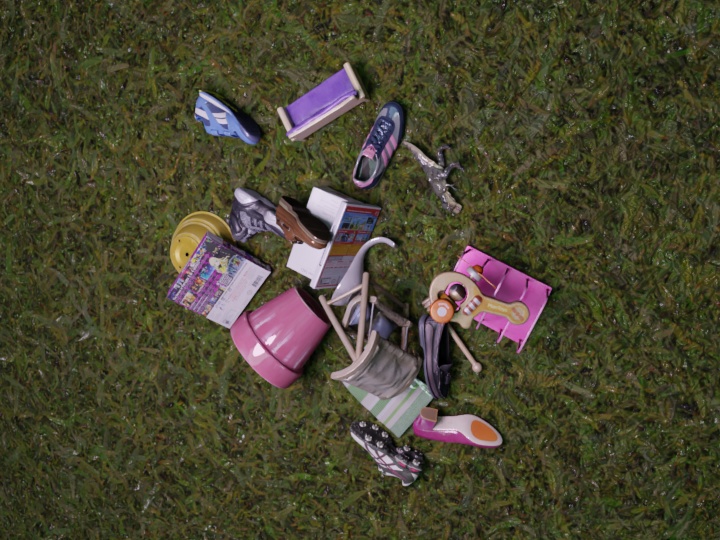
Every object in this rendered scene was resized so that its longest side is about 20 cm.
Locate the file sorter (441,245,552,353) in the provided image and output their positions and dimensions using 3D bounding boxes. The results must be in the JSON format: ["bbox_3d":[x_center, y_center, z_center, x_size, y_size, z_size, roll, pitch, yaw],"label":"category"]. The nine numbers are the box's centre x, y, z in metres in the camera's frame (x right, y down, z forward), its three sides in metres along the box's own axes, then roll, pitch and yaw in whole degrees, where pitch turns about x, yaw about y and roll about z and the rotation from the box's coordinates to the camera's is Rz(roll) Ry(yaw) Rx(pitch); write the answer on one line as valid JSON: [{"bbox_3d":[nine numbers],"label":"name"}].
[{"bbox_3d":[0.275,0.060,1.177,0.198,0.125,0.140,28,106,13],"label":"file sorter"}]

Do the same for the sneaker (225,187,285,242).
[{"bbox_3d":[-0.240,-0.105,1.362,0.199,0.075,0.115,37,109,17],"label":"sneaker"}]

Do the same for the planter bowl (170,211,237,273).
[{"bbox_3d":[-0.417,-0.045,1.427,0.198,0.083,0.204,3,100,20],"label":"planter bowl"}]

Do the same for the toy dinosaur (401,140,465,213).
[{"bbox_3d":[0.171,-0.220,1.214,0.088,0.047,0.201,-36,82,27],"label":"toy dinosaur"}]

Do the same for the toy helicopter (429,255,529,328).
[{"bbox_3d":[0.232,0.052,1.098,0.197,0.079,0.134,15,93,6],"label":"toy helicopter"}]

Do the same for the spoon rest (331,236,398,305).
[{"bbox_3d":[0.000,0.000,1.291,0.061,0.099,0.200,43,95,17],"label":"spoon rest"}]

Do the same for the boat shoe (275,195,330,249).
[{"bbox_3d":[-0.127,-0.088,1.226,0.200,0.071,0.069,49,119,48],"label":"boat shoe"}]

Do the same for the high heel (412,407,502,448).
[{"bbox_3d":[0.218,0.376,1.294,0.197,0.068,0.097,13,137,3],"label":"high heel"}]

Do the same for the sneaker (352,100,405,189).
[{"bbox_3d":[0.040,-0.271,1.230,0.069,0.082,0.202,23,105,15],"label":"sneaker"}]

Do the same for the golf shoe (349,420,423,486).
[{"bbox_3d":[0.051,0.437,1.345,0.198,0.077,0.089,30,114,13],"label":"golf shoe"}]

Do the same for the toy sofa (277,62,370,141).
[{"bbox_3d":[-0.086,-0.370,1.251,0.198,0.097,0.084,-26,90,22],"label":"toy sofa"}]

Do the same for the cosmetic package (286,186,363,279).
[{"bbox_3d":[-0.080,-0.081,1.303,0.112,0.081,0.202,24,105,16],"label":"cosmetic package"}]

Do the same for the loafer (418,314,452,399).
[{"bbox_3d":[0.175,0.194,1.249,0.062,0.072,0.203,-3,108,32],"label":"loafer"}]

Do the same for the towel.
[{"bbox_3d":[0.061,0.278,1.343,0.199,0.023,0.153,40,110,8],"label":"towel"}]

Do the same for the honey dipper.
[{"bbox_3d":[0.210,0.142,1.262,0.038,0.038,0.201,-37,88,21],"label":"honey dipper"}]

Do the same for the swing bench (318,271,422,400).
[{"bbox_3d":[0.029,0.147,1.200,0.129,0.198,0.202,-27,55,22],"label":"swing bench"}]

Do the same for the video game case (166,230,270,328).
[{"bbox_3d":[-0.348,0.028,1.392,0.180,0.036,0.201,30,111,-24],"label":"video game case"}]

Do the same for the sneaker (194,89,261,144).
[{"bbox_3d":[-0.319,-0.351,1.352,0.199,0.074,0.083,39,111,17],"label":"sneaker"}]

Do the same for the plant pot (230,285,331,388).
[{"bbox_3d":[-0.173,0.142,1.324,0.179,0.200,0.200,-42,84,5],"label":"plant pot"}]

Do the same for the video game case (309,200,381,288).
[{"bbox_3d":[-0.031,-0.054,1.259,0.017,0.142,0.202,31,108,29],"label":"video game case"}]
